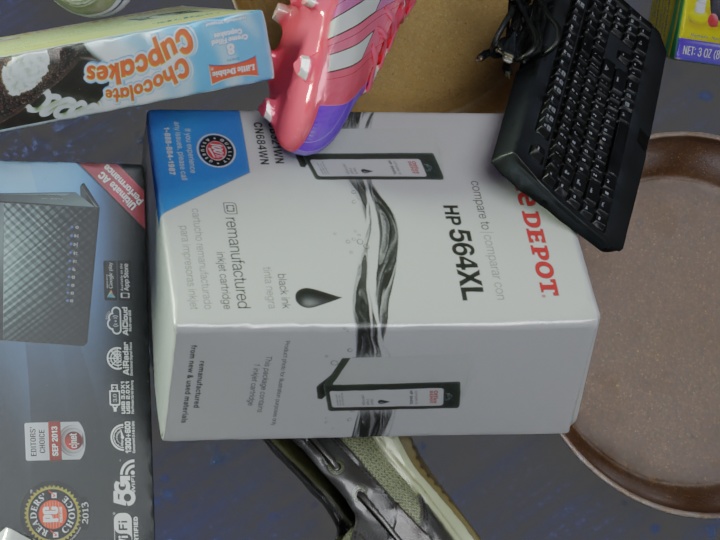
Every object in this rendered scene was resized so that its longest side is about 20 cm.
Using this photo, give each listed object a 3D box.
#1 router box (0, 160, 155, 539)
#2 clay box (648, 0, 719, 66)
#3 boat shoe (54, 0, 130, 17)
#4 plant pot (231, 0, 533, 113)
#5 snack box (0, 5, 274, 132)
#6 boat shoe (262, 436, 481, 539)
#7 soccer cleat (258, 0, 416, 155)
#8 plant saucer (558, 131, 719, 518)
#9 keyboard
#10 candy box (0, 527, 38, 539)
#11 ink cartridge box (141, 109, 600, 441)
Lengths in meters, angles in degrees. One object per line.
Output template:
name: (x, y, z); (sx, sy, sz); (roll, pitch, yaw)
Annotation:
router box: (-0.176, 0.048, 1.317); (0.149, 0.062, 0.201); (0, 79, -17)
clay box: (0.224, -0.204, 1.477); (0.114, 0.048, 0.201); (6, 100, -18)
boat shoe: (-0.163, -0.201, 1.331); (0.062, 0.072, 0.201); (-71, 144, -54)
plant pot: (0.020, -0.161, 1.445); (0.199, 0.027, 0.201); (4, 78, -19)
snack box: (-0.153, -0.091, 1.322); (0.199, 0.116, 0.037); (-13, 101, -20)
boat shoe: (0.011, 0.125, 1.365); (0.066, 0.072, 0.201); (-32, 85, -16)
soccer cleat: (0.000, -0.133, 1.359); (0.076, 0.067, 0.201); (22, 49, -19)
plant saucer: (0.169, 0.029, 1.454); (0.199, 0.034, 0.202); (4, 77, -19)
keyboard: (0.108, -0.098, 1.372); (0.104, 0.040, 0.200); (34, 34, -12)
candy box: (-0.100, 0.201, 1.253); (0.199, 0.168, 0.072); (24, 64, -12)
ink cartridge box: (0.000, 0.000, 1.332); (0.199, 0.085, 0.146); (-1, 46, -11)
